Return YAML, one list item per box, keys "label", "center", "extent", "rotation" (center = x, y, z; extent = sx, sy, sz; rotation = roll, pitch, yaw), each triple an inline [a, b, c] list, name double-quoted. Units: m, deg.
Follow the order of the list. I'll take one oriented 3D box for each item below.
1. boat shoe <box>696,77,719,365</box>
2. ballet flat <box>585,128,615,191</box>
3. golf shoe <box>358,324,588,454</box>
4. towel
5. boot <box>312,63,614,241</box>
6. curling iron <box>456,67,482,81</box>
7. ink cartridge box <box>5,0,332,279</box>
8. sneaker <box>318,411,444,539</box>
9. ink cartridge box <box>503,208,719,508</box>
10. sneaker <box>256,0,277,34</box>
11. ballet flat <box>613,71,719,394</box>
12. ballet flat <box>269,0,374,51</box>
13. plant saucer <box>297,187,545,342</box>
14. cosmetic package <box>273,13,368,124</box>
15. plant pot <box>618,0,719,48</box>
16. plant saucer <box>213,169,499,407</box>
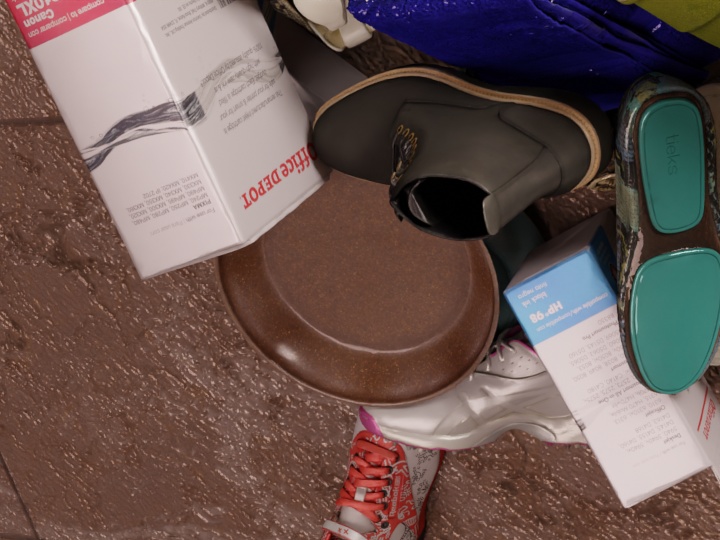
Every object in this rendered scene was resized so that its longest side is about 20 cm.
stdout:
- label: "boat shoe"
  center: [0.224, -0.037, 1.261]
  extent: [0.072, 0.060, 0.203]
  rotation: [11, 128, 21]
- label: "ballet flat"
  center: [0.093, -0.076, 1.281]
  extent: [0.198, 0.047, 0.067]
  rotation: [14, 158, -6]
- label: "golf shoe"
  center: [0.097, 0.075, 1.405]
  extent: [0.198, 0.075, 0.092]
  rotation: [-3, 114, 2]
- label: "towel"
  center: [0.106, -0.139, 1.193]
  extent: [0.147, 0.050, 0.199]
  rotation: [-12, 159, 39]
- label: "boot"
  center: [0.028, -0.065, 1.174]
  extent: [0.199, 0.138, 0.078]
  rotation: [0, 112, 36]
- label: "curling iron"
  center: [0.087, -0.175, 1.270]
  extent: [0.025, 0.050, 0.201]
  rotation: [18, 129, 2]
- label: "ink cartridge box"
  center: [-0.113, -0.115, 1.227]
  extent: [0.084, 0.145, 0.201]
  rotation: [-19, 102, 28]
- label: "sneaker"
  center: [0.009, 0.177, 1.542]
  extent: [0.067, 0.108, 0.202]
  rotation: [22, 132, 20]
- label: "ink cartridge box"
  center: [0.175, 0.072, 1.304]
  extent: [0.066, 0.116, 0.201]
  rotation: [-28, 96, 18]
- label: "sneaker"
  center: [-0.081, -0.196, 1.306]
  extent: [0.072, 0.072, 0.201]
  rotation: [26, 121, 15]
- label: "ballet flat"
  center: [0.183, -0.026, 1.207]
  extent: [0.074, 0.074, 0.201]
  rotation: [13, 119, 27]
- label: "ballet flat"
  center: [-0.027, -0.176, 1.249]
  extent: [0.068, 0.200, 0.076]
  rotation: [-37, 69, 11]
- label: "plant saucer"
  center: [0.034, 0.005, 1.405]
  extent: [0.198, 0.028, 0.201]
  rotation: [7, 136, 7]
- label: "cosmetic package"
  center: [-0.044, -0.114, 1.402]
  extent: [0.199, 0.051, 0.083]
  rotation: [37, 138, 6]
- label: "plant pot"
  center: [0.268, -0.170, 1.057]
  extent: [0.192, 0.201, 0.200]
  rotation: [34, 137, -8]
- label: "plant saucer"
  center: [0.000, 0.000, 1.353]
  extent: [0.199, 0.037, 0.202]
  rotation: [9, 124, 13]
